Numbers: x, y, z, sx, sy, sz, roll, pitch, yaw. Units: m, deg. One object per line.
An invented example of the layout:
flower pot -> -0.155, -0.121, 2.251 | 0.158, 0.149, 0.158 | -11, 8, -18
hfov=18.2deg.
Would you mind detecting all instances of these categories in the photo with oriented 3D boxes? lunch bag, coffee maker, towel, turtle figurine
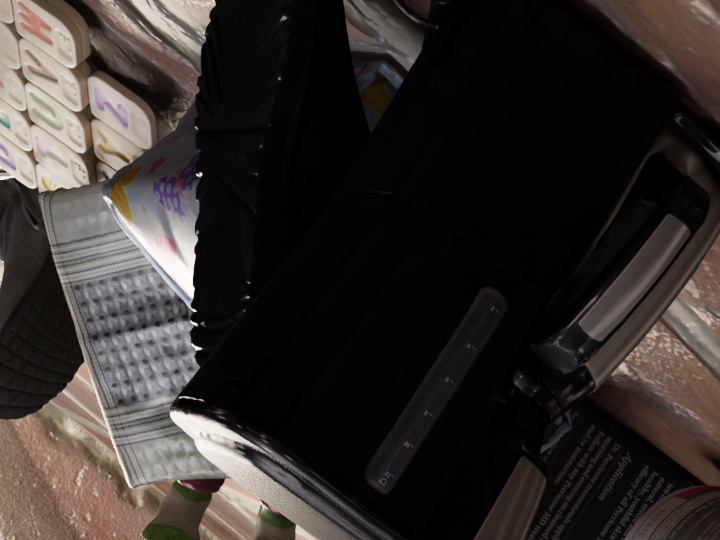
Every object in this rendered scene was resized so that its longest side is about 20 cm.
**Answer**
lunch bag -> 0.000, 0.000, 1.078 | 0.200, 0.127, 0.169 | 52, 160, -22
coffee maker -> 0.019, -0.001, 0.837 | 0.191, 0.201, 0.135 | 34, 167, 8
towel -> -0.093, 0.033, 1.285 | 0.199, 0.034, 0.194 | -8, 101, 39
turtle figurine -> -0.055, 0.095, 1.373 | 0.143, 0.195, 0.200 | 8, -166, -41

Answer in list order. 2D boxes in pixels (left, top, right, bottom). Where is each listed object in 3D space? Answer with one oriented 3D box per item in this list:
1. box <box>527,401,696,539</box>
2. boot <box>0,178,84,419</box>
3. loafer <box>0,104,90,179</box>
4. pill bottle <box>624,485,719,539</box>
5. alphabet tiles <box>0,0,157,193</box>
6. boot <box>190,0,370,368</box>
box -> 0.136, 0.178, 1.359 | 0.196, 0.124, 0.200 | 38, 167, -3
boot -> -0.228, -0.005, 1.515 | 0.131, 0.201, 0.070 | 20, 168, 43
loafer -> -0.211, -0.098, 1.450 | 0.199, 0.072, 0.063 | 13, 138, 48
pill bottle -> 0.222, 0.178, 1.144 | 0.114, 0.114, 0.200 | 40, 167, -20
alphabet tiles -> -0.194, -0.105, 1.328 | 0.195, 0.015, 0.201 | 36, 152, 19
boot -> 0.015, -0.034, 0.934 | 0.161, 0.200, 0.073 | 8, 171, -31
